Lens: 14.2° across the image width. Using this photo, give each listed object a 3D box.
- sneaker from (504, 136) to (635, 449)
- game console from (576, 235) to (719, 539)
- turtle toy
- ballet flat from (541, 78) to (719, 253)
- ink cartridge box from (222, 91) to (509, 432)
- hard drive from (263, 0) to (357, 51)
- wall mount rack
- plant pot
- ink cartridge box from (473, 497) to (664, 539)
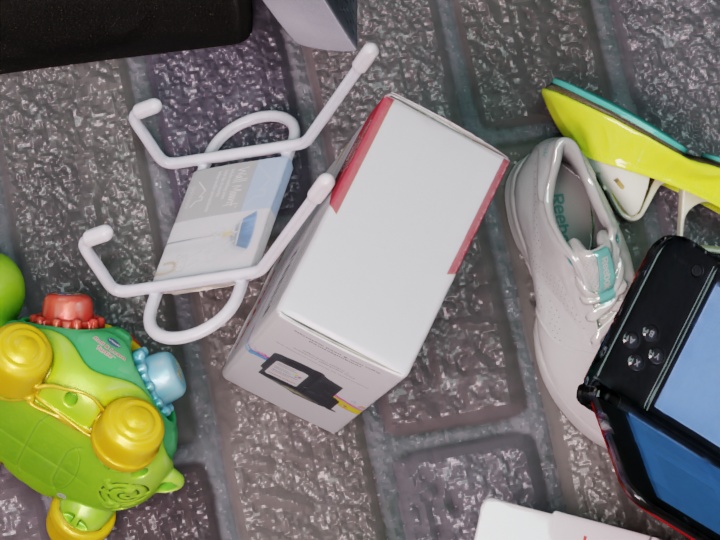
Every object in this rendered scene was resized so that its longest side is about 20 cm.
[{"bbox_3d":[0.141,0.014,1.743,0.075,0.088,0.200,-19,80,-14],"label":"sneaker"},{"bbox_3d":[0.240,0.097,1.691,0.200,0.119,0.172,32,79,-22],"label":"game console"},{"bbox_3d":[-0.182,0.063,1.664,0.200,0.146,0.101,35,53,0],"label":"turtle toy"},{"bbox_3d":[0.196,-0.053,1.784,0.200,0.067,0.067,22,93,-5],"label":"ballet flat"},{"bbox_3d":[0.000,0.000,1.667,0.083,0.200,0.146,27,74,-5],"label":"ink cartridge box"},{"bbox_3d":[-0.055,-0.228,1.635,0.042,0.200,0.135,-16,45,16],"label":"hard drive"},{"bbox_3d":[-0.067,-0.053,1.676,0.174,0.075,0.200,-10,41,25],"label":"wall mount rack"},{"bbox_3d":[-0.168,-0.244,1.711,0.200,0.177,0.200,-8,77,-10],"label":"plant pot"},{"bbox_3d":[0.150,0.215,1.706,0.200,0.067,0.116,16,75,-5],"label":"ink cartridge box"}]
